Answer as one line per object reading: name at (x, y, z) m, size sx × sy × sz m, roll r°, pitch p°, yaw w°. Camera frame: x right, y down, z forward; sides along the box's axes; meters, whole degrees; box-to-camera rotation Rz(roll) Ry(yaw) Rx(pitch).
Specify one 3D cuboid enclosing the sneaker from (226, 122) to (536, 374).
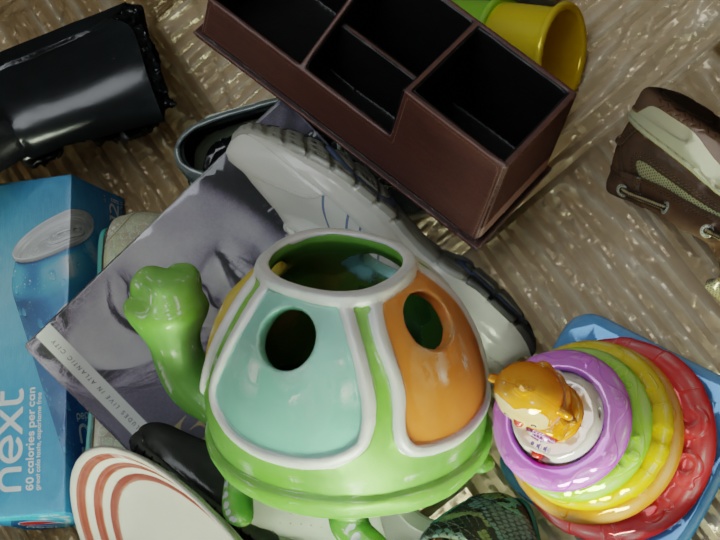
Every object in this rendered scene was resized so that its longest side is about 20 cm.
sneaker at (0.000, 0.000, 1.239) m, size 0.200 × 0.075 × 0.087 m, roll 43°, pitch 99°, yaw -3°

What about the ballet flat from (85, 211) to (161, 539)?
ballet flat at (-0.122, 0.061, 1.326) m, size 0.062 × 0.067 × 0.200 m, roll -3°, pitch 77°, yaw 16°

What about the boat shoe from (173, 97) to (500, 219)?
boat shoe at (-0.012, -0.068, 1.305) m, size 0.200 × 0.062 × 0.073 m, roll -4°, pitch 74°, yaw 23°

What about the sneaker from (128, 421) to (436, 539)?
sneaker at (-0.027, 0.120, 1.252) m, size 0.200 × 0.074 × 0.089 m, roll 29°, pitch 76°, yaw 1°

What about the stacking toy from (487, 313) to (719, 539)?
stacking toy at (0.108, 0.075, 1.139) m, size 0.116 × 0.200 × 0.110 m, roll 27°, pitch 90°, yaw 23°

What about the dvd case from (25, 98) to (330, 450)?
dvd case at (-0.063, 0.026, 1.281) m, size 0.200 × 0.016 × 0.149 m, roll -44°, pitch 94°, yaw 2°

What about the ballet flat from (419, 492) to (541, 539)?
ballet flat at (0.078, 0.214, 1.185) m, size 0.074 × 0.074 × 0.200 m, roll -25°, pitch 73°, yaw 18°

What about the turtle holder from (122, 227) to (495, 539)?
turtle holder at (-0.019, 0.045, 1.170) m, size 0.185 × 0.141 × 0.132 m, roll 36°, pitch 139°, yaw 49°

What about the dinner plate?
dinner plate at (-0.085, 0.175, 1.237) m, size 0.024 × 0.200 × 0.200 m, roll -33°, pitch 59°, yaw -29°

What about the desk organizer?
desk organizer at (0.012, -0.111, 1.232) m, size 0.200 × 0.077 × 0.072 m, roll 38°, pitch 61°, yaw 12°

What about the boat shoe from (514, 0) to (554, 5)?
boat shoe at (0.024, -0.196, 1.318) m, size 0.200 × 0.071 × 0.064 m, roll 11°, pitch 84°, yaw 18°

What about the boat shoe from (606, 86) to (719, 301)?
boat shoe at (0.211, -0.014, 1.193) m, size 0.202 × 0.075 × 0.075 m, roll 41°, pitch 110°, yaw 32°

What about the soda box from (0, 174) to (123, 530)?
soda box at (-0.184, 0.049, 1.357) m, size 0.068 × 0.064 × 0.200 m, roll -6°, pitch 76°, yaw 24°

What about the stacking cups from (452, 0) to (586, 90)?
stacking cups at (0.026, -0.131, 1.307) m, size 0.200 × 0.060 × 0.061 m, roll 9°, pitch 82°, yaw 29°

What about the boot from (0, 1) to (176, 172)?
boot at (-0.205, -0.112, 1.395) m, size 0.168 × 0.076 × 0.200 m, roll -22°, pitch 29°, yaw -7°
